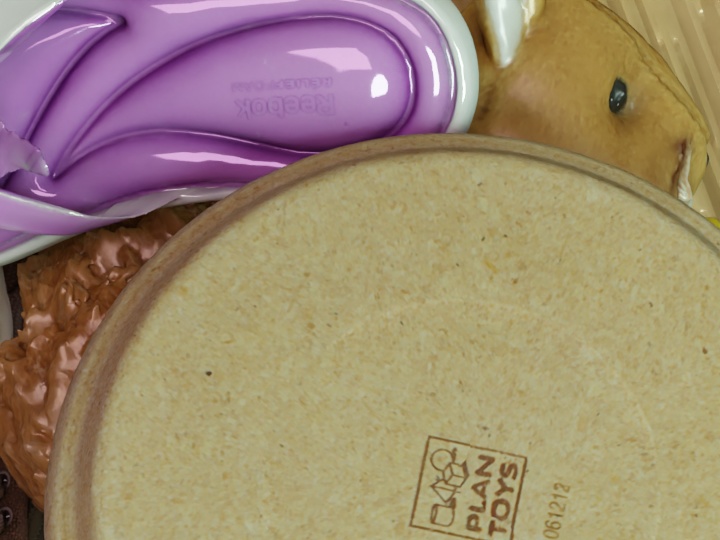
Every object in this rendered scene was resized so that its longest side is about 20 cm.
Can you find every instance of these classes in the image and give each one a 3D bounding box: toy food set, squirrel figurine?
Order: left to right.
[{"bbox_3d":[0.000,0.000,0.799,0.200,0.142,0.187,18,79,9],"label":"squirrel figurine"},{"bbox_3d":[0.025,0.061,0.687,0.198,0.049,0.200,-3,66,-3],"label":"toy food set"}]

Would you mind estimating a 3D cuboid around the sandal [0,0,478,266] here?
[{"bbox_3d":[-0.073,-0.043,0.737,0.202,0.050,0.083,-10,100,10],"label":"sandal"}]

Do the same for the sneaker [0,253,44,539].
[{"bbox_3d":[-0.122,0.068,0.838,0.070,0.076,0.200,-7,81,8],"label":"sneaker"}]
